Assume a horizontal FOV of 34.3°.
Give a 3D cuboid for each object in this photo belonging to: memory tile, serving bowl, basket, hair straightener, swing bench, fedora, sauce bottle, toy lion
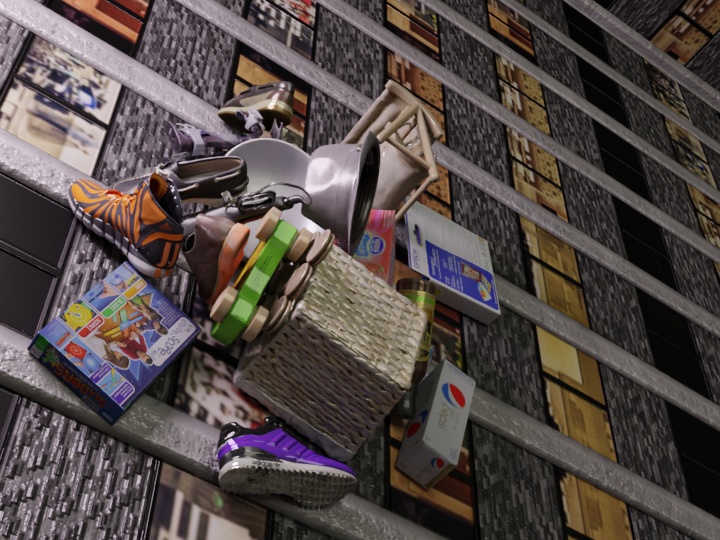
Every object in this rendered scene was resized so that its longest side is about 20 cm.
[{"bbox_3d":[-0.098,0.013,1.544,0.017,0.154,0.200,35,-8,-15],"label":"memory tile"},{"bbox_3d":[-0.138,-0.091,1.733,0.198,0.066,0.203,8,72,-24],"label":"serving bowl"},{"bbox_3d":[-0.033,0.106,1.568,0.199,0.161,0.199,37,31,-11],"label":"basket"},{"bbox_3d":[-0.164,-0.080,1.606,0.077,0.198,0.041,54,26,-67],"label":"hair straightener"},{"bbox_3d":[0.032,-0.169,1.926,0.129,0.199,0.201,33,34,-15],"label":"swing bench"},{"bbox_3d":[-0.033,-0.116,1.673,0.089,0.178,0.201,11,38,8],"label":"fedora"},{"bbox_3d":[0.071,0.113,1.693,0.064,0.064,0.203,17,69,-34],"label":"sauce bottle"},{"bbox_3d":[-0.144,0.014,1.554,0.068,0.192,0.201,31,65,-9],"label":"toy lion"}]

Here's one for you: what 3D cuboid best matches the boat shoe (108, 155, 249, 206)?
[{"bbox_3d":[-0.253,-0.123,1.617,0.197,0.061,0.074,-3,40,-10],"label":"boat shoe"}]

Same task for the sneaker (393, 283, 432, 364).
[{"bbox_3d":[0.061,0.070,1.796,0.071,0.073,0.201,10,43,-40],"label":"sneaker"}]

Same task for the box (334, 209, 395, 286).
[{"bbox_3d":[0.000,0.000,1.752,0.101,0.096,0.201,3,37,5],"label":"box"}]

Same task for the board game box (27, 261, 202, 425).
[{"bbox_3d":[-0.294,0.084,1.421,0.135,0.034,0.200,42,32,-1],"label":"board game box"}]

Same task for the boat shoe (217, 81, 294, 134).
[{"bbox_3d":[-0.158,-0.260,1.846,0.073,0.199,0.065,32,75,-33],"label":"boat shoe"}]

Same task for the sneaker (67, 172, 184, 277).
[{"bbox_3d":[-0.296,-0.089,1.523,0.199,0.113,0.077,36,27,22],"label":"sneaker"}]

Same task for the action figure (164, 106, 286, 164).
[{"bbox_3d":[-0.197,-0.186,1.769,0.198,0.131,0.069,-8,40,-35],"label":"action figure"}]

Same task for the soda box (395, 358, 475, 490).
[{"bbox_3d":[0.110,0.218,1.676,0.063,0.068,0.201,38,32,-8],"label":"soda box"}]

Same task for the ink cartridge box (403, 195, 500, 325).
[{"bbox_3d":[0.147,-0.019,2.025,0.198,0.047,0.199,25,37,-23],"label":"ink cartridge box"}]

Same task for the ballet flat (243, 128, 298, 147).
[{"bbox_3d":[-0.130,-0.199,1.912,0.067,0.062,0.201,-5,55,-50],"label":"ballet flat"}]

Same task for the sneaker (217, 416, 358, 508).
[{"bbox_3d":[-0.091,0.228,1.444,0.199,0.070,0.100,18,37,-35],"label":"sneaker"}]

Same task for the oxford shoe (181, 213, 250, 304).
[{"bbox_3d":[-0.195,-0.019,1.519,0.072,0.200,0.072,28,60,-2],"label":"oxford shoe"}]
